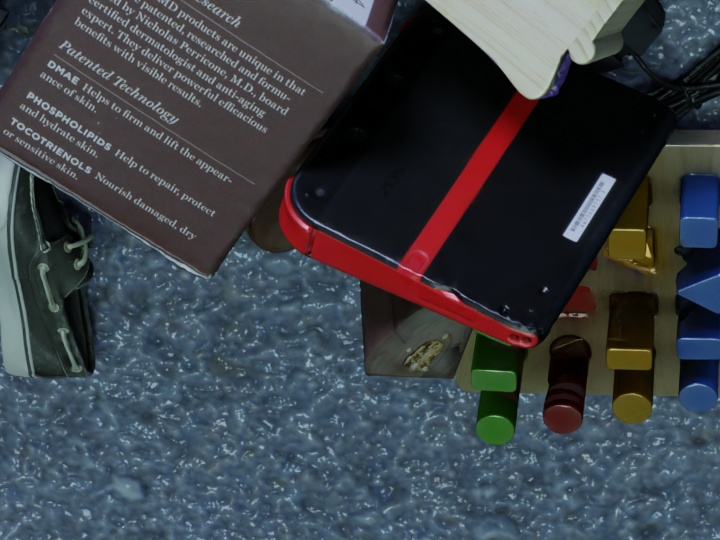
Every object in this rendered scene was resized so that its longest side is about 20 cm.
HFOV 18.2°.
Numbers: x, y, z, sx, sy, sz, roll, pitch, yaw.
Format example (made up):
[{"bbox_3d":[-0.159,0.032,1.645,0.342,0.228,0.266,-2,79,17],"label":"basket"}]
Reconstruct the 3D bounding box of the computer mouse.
[{"bbox_3d":[0.159,-0.166,1.332,0.140,0.046,0.200,-26,113,25],"label":"computer mouse"}]

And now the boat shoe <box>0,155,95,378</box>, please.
[{"bbox_3d":[-0.205,-0.013,1.482,0.063,0.071,0.201,6,129,8],"label":"boat shoe"}]

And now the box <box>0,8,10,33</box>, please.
[{"bbox_3d":[-0.346,-0.146,1.440,0.199,0.041,0.156,28,120,-9],"label":"box"}]

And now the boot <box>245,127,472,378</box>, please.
[{"bbox_3d":[0.000,0.000,1.364,0.064,0.201,0.186,18,135,-33],"label":"boot"}]

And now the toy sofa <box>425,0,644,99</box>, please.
[{"bbox_3d":[0.067,-0.191,1.273,0.200,0.083,0.098,39,109,8],"label":"toy sofa"}]

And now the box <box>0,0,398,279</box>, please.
[{"bbox_3d":[-0.092,-0.141,1.323,0.164,0.166,0.200,32,120,-10],"label":"box"}]

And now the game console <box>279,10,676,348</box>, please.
[{"bbox_3d":[0.067,-0.058,1.303,0.176,0.200,0.031,26,146,13],"label":"game console"}]

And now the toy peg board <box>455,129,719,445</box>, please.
[{"bbox_3d":[0.148,0.022,1.404,0.198,0.098,0.201,1,128,10],"label":"toy peg board"}]
